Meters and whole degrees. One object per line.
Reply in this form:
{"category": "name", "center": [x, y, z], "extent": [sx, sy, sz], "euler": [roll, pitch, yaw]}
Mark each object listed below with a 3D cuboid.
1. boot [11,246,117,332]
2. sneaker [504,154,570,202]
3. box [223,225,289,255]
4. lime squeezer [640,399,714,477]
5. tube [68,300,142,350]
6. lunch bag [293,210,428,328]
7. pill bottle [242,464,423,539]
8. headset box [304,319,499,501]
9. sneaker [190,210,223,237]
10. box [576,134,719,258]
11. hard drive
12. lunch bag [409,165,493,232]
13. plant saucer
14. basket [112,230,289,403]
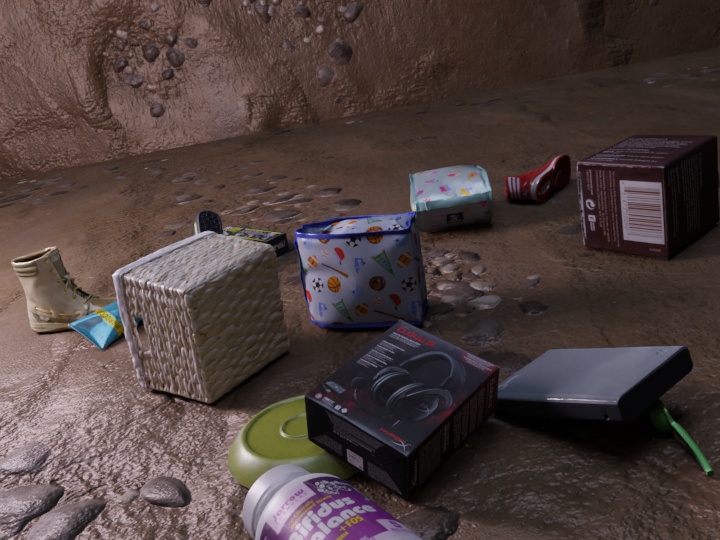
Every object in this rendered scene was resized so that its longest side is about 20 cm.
{"category": "boot", "center": [-0.548, 0.030, 1.507], "extent": [0.200, 0.156, 0.073], "euler": [-7, 20, 8]}
{"category": "sneaker", "center": [0.397, -0.216, 1.818], "extent": [0.115, 0.078, 0.200], "euler": [7, 25, 36]}
{"category": "box", "center": [-0.281, -0.046, 1.745], "extent": [0.200, 0.044, 0.160], "euler": [9, 27, 42]}
{"category": "lime squeezer", "center": [0.314, 0.164, 0.887], "extent": [0.071, 0.038, 0.200], "euler": [-24, 25, -32]}
{"category": "tube", "center": [-0.435, 0.080, 1.473], "extent": [0.077, 0.050, 0.200], "euler": [31, 36, 16]}
{"category": "lunch bag", "center": [0.000, 0.000, 1.293], "extent": [0.200, 0.170, 0.124], "euler": [-6, 17, 13]}
{"category": "pill bottle", "center": [-0.026, 0.251, 0.714], "extent": [0.112, 0.112, 0.200], "euler": [-22, 23, -30]}
{"category": "headset box", "center": [0.057, 0.150, 0.930], "extent": [0.149, 0.077, 0.200], "euler": [25, 43, 33]}
{"category": "sneaker", "center": [-0.315, -0.030, 1.633], "extent": [0.072, 0.083, 0.200], "euler": [13, 52, -23]}
{"category": "box", "center": [0.512, -0.137, 1.413], "extent": [0.200, 0.166, 0.164], "euler": [-26, 24, -37]}
{"category": "hard drive", "center": [0.262, 0.131, 0.934], "extent": [0.139, 0.033, 0.200], "euler": [-26, 9, -34]}
{"category": "lunch bag", "center": [0.191, -0.153, 1.687], "extent": [0.170, 0.122, 0.200], "euler": [-8, 14, 4]}
{"category": "plant saucer", "center": [-0.069, 0.202, 0.985], "extent": [0.200, 0.031, 0.200], "euler": [-9, 20, 3]}
{"category": "basket", "center": [-0.230, 0.066, 1.201], "extent": [0.161, 0.198, 0.200], "euler": [10, 27, 35]}
